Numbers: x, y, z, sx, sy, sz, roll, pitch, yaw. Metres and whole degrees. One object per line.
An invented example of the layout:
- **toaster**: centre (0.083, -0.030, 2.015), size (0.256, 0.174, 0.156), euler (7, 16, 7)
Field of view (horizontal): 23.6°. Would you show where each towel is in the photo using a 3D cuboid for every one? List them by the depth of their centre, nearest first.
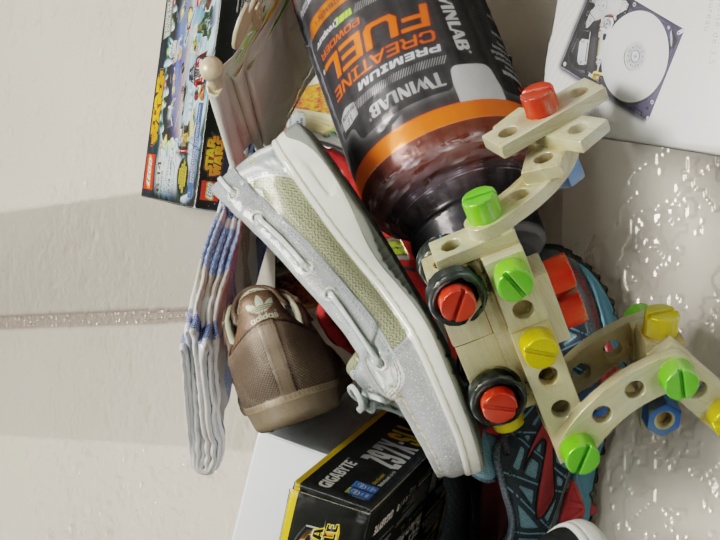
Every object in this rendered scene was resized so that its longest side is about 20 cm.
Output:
- **towel**: centre (-0.079, 0.011, 1.079), size (0.148, 0.024, 0.201), euler (93, -174, -50)

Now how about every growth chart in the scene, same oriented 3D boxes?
- **growth chart**: centre (-0.039, -0.150, 1.023), size (0.018, 0.145, 0.201), euler (20, 59, 15)

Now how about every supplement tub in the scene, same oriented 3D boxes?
- **supplement tub**: centre (0.037, -0.091, 0.947), size (0.107, 0.106, 0.201), euler (-42, 57, 39)

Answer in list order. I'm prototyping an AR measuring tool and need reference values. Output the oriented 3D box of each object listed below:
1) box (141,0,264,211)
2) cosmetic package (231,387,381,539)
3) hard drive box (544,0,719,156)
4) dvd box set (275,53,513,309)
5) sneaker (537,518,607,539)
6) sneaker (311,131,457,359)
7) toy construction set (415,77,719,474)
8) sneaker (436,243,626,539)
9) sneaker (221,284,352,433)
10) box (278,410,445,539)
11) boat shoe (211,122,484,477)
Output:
- **box**: centre (-0.107, -0.144, 1.199), size (0.137, 0.040, 0.202), euler (-167, 84, -68)
- **cosmetic package**: centre (-0.039, 0.180, 1.026), size (0.051, 0.151, 0.202), euler (17, 101, 12)
- **hard drive box**: centre (0.192, -0.132, 0.840), size (0.199, 0.076, 0.158), euler (14, 98, 50)
- **dvd box set**: centre (0.017, -0.051, 1.075), size (0.199, 0.029, 0.148), euler (-3, 85, 50)
- **sneaker**: centre (0.060, 0.212, 0.890), size (0.073, 0.111, 0.201), euler (58, 147, 33)
- **sneaker**: centre (0.000, 0.000, 0.990), size (0.200, 0.085, 0.077), euler (48, 135, 19)
- **toy construction set**: centre (0.102, 0.012, 0.846), size (0.092, 0.130, 0.201), euler (-95, -17, -76)
- **sneaker**: centre (0.085, 0.085, 0.929), size (0.079, 0.095, 0.202), euler (8, 92, 49)
- **sneaker**: centre (-0.044, 0.042, 0.991), size (0.200, 0.070, 0.076), euler (-174, 67, -84)
- **box**: centre (-0.002, 0.171, 0.949), size (0.049, 0.200, 0.161), euler (17, 104, 14)
- **boat shoe**: centre (-0.002, 0.023, 0.887), size (0.064, 0.074, 0.203), euler (-32, 85, 4)
